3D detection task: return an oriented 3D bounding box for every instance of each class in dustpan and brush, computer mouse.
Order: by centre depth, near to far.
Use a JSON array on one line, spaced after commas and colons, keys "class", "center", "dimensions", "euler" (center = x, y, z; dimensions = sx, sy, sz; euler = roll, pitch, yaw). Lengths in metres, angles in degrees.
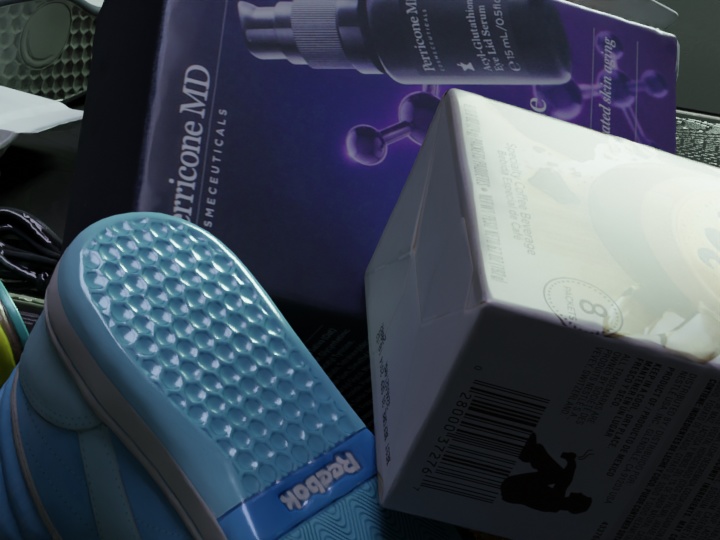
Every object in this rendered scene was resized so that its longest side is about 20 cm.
[{"class": "computer mouse", "center": [-0.073, -0.022, 0.909], "dimensions": [0.110, 0.044, 0.200], "euler": [19, 24, 29]}, {"class": "dustpan and brush", "center": [-0.246, -0.075, 0.994], "dimensions": [0.200, 0.057, 0.140], "euler": [16, 10, 5]}]

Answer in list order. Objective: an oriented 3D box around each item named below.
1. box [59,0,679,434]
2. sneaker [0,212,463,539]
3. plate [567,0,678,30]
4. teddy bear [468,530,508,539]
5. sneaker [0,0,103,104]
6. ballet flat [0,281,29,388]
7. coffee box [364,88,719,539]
[{"class": "box", "center": [0.003, -0.026, 0.699], "dimensions": [0.200, 0.148, 0.104], "euler": [13, -26, -20]}, {"class": "sneaker", "center": [-0.043, 0.094, 0.588], "dimensions": [0.080, 0.131, 0.200], "euler": [-17, 68, -43]}, {"class": "plate", "center": [0.056, -0.167, 1.201], "dimensions": [0.200, 0.032, 0.200], "euler": [22, -12, -32]}, {"class": "teddy bear", "center": [0.122, 0.110, 0.629], "dimensions": [0.200, 0.067, 0.145], "euler": [14, 30, -2]}, {"class": "sneaker", "center": [-0.211, -0.154, 1.136], "dimensions": [0.146, 0.077, 0.202], "euler": [29, 17, 21]}, {"class": "ballet flat", "center": [-0.181, 0.012, 0.779], "dimensions": [0.067, 0.067, 0.200], "euler": [-23, 27, -15]}, {"class": "coffee box", "center": [0.109, 0.031, 0.584], "dimensions": [0.200, 0.080, 0.113], "euler": [15, 33, -14]}]
